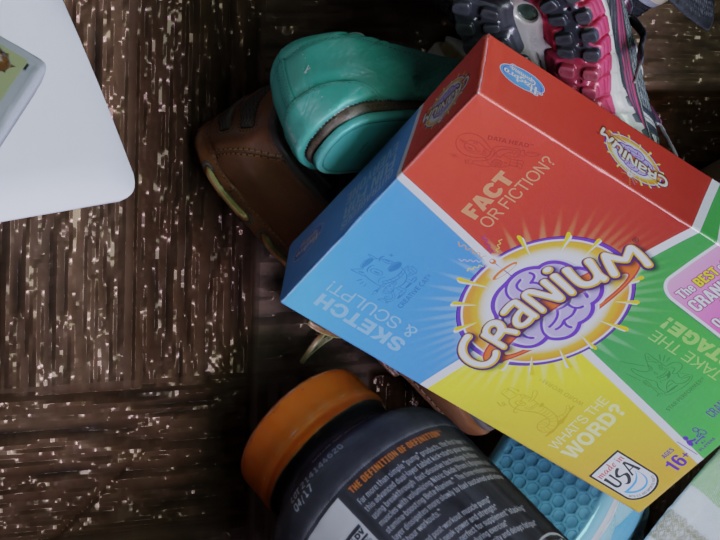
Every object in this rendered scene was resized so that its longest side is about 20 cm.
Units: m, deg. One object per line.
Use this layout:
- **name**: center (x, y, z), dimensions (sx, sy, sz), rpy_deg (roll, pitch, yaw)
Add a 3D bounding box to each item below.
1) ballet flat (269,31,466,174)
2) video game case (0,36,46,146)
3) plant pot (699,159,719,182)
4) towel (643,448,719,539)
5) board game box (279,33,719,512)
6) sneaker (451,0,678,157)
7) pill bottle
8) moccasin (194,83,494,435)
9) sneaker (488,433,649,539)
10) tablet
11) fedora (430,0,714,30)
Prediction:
- **ballet flat**: center (0.035, -0.077, 1.264), dimensions (0.199, 0.067, 0.071), rpy_deg (4, 50, -49)
- **video game case**: center (-0.228, -0.069, 1.046), dimensions (0.181, 0.022, 0.200), rpy_deg (30, 35, -6)
- **plant pot**: center (0.280, -0.002, 1.425), dimensions (0.199, 0.177, 0.201), rpy_deg (-26, 110, -30)
- **towel**: center (0.175, 0.191, 1.330), dimensions (0.149, 0.031, 0.200), rpy_deg (39, 64, 12)
- **board game box**: center (0.089, 0.006, 1.212), dimensions (0.199, 0.153, 0.040), rpy_deg (30, 39, -17)
- **sneaker**: center (0.098, -0.078, 1.219), dimensions (0.075, 0.080, 0.201), rpy_deg (-68, 152, -42)
- **pill bottle**: center (0.033, 0.133, 1.248), dimensions (0.106, 0.200, 0.106), rpy_deg (-34, 152, -21)
- **moccasin**: center (-0.001, 0.001, 1.299), dimensions (0.201, 0.078, 0.074), rpy_deg (44, 48, -26)
- **sneaker**: center (0.124, 0.078, 1.374), dimensions (0.200, 0.079, 0.131), rpy_deg (-52, 157, -16)
- **tablet**: center (-0.189, -0.075, 1.137), dimensions (0.199, 0.014, 0.131), rpy_deg (-12, 73, -43)
- **fedora**: center (0.069, -0.160, 1.295), dimensions (0.092, 0.201, 0.200), rpy_deg (-43, 123, 14)
